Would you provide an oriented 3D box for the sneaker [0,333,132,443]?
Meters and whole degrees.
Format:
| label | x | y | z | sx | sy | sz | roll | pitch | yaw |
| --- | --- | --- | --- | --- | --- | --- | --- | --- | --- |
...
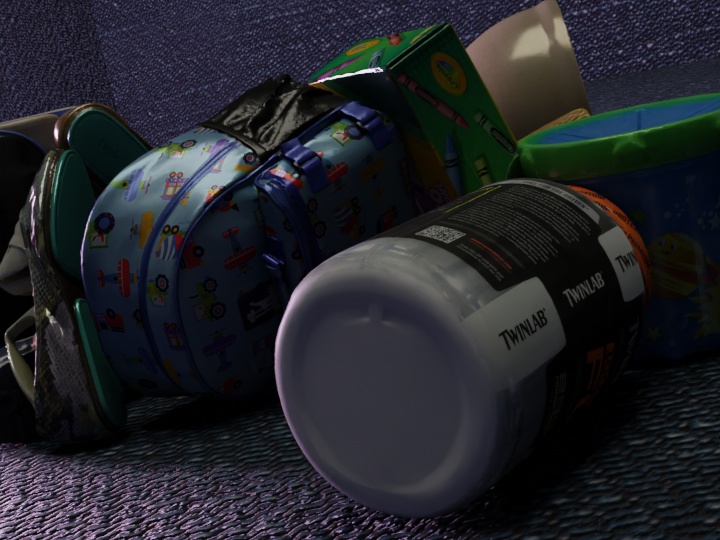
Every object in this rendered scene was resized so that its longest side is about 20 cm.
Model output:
| label | x | y | z | sx | sy | sz | roll | pitch | yaw |
| --- | --- | --- | --- | --- | --- | --- | --- | --- | --- |
| sneaker | -0.197 | 0.059 | 0.975 | 0.199 | 0.071 | 0.082 | -19 | 14 | -39 |

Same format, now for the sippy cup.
| label | x | y | z | sx | sy | sz | roll | pitch | yaw |
| --- | --- | --- | --- | --- | --- | --- | --- | --- | --- |
| sippy cup | 0.166 | -0.022 | 0.784 | 0.138 | 0.132 | 0.178 | -15 | 9 | -8 |

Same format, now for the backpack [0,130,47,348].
| label | x | y | z | sx | sy | sz | roll | pitch | yaw |
| --- | --- | --- | --- | --- | --- | --- | --- | --- | --- |
| backpack | -0.310 | -0.003 | 1.062 | 0.182 | 0.202 | 0.146 | -19 | 16 | -32 |

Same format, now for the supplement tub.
| label | x | y | z | sx | sy | sz | roll | pitch | yaw |
| --- | --- | --- | --- | --- | --- | --- | --- | --- | --- |
| supplement tub | 0.060 | 0.027 | 0.666 | 0.121 | 0.124 | 0.199 | -6 | 12 | 35 |

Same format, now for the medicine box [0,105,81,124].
| label | x | y | z | sx | sy | sz | roll | pitch | yaw |
| --- | --- | --- | --- | --- | --- | --- | --- | --- | --- |
| medicine box | -0.325 | -0.032 | 1.274 | 0.181 | 0.202 | 0.102 | -21 | 13 | -41 |

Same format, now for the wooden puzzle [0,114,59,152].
| label | x | y | z | sx | sy | sz | roll | pitch | yaw |
| --- | --- | --- | --- | --- | --- | --- | --- | --- | --- |
| wooden puzzle | -0.313 | -0.015 | 1.168 | 0.184 | 0.202 | 0.046 | -17 | 14 | -27 |

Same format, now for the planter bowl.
| label | x | y | z | sx | sy | sz | roll | pitch | yaw |
| --- | --- | --- | --- | --- | --- | --- | --- | --- | --- |
| planter bowl | 0.139 | -0.132 | 1.269 | 0.133 | 0.202 | 0.200 | -15 | 9 | 7 |

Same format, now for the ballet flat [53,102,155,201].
| label | x | y | z | sx | sy | sz | roll | pitch | yaw |
| --- | --- | --- | --- | --- | --- | --- | --- | --- | --- |
| ballet flat | -0.143 | -0.040 | 0.997 | 0.068 | 0.200 | 0.072 | -54 | 19 | -16 |

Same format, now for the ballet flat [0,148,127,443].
| label | x | y | z | sx | sy | sz | roll | pitch | yaw |
| --- | --- | --- | --- | --- | --- | --- | --- | --- | --- |
| ballet flat | -0.201 | 0.017 | 0.894 | 0.071 | 0.202 | 0.072 | -11 | -21 | -5 |

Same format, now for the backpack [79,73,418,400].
| label | x | y | z | sx | sy | sz | roll | pitch | yaw |
| --- | --- | --- | --- | --- | --- | --- | --- | --- | --- |
| backpack | -0.070 | -0.006 | 0.880 | 0.134 | 0.184 | 0.199 | 19 | 41 | 40 |

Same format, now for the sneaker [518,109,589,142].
| label | x | y | z | sx | sy | sz | roll | pitch | yaw |
| --- | --- | --- | --- | --- | --- | --- | --- | --- | --- |
| sneaker | 0.131 | -0.050 | 0.993 | 0.074 | 0.091 | 0.200 | -30 | 3 | -15 |

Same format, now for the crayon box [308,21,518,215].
| label | x | y | z | sx | sy | sz | roll | pitch | yaw |
| --- | --- | --- | --- | --- | --- | --- | --- | --- | --- |
| crayon box | 0.058 | -0.060 | 0.922 | 0.058 | 0.201 | 0.118 | -38 | 18 | -20 |
